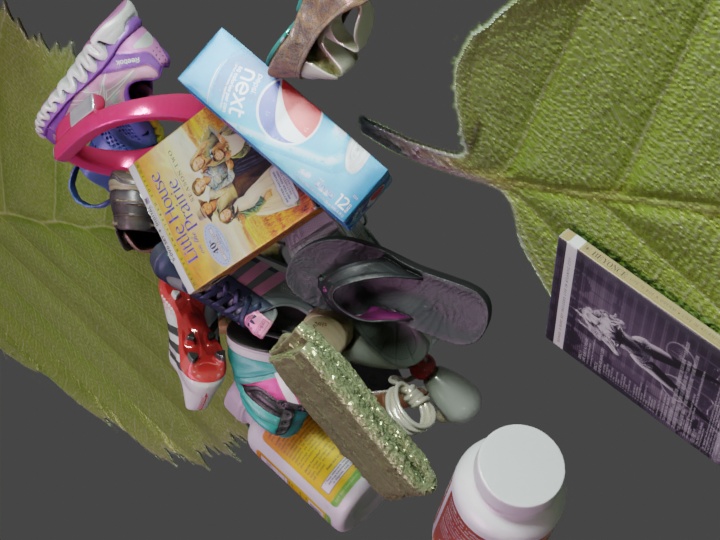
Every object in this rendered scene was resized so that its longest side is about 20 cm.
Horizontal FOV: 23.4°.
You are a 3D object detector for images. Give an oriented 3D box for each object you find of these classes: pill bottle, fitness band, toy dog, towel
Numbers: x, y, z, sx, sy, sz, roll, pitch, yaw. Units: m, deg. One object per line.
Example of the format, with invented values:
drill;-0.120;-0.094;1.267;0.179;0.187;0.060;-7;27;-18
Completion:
pill bottle;0.138;0.230;1.702;0.112;0.112;0.200;42;154;15
fitness band;-0.228;-0.136;1.766;0.200;0.143;0.038;-27;63;55
toy dog;0.016;0.093;1.720;0.200;0.132;0.096;53;134;15
towel;-0.009;0.136;1.654;0.200;0.036;0.148;51;163;-2
pill bottle;-0.056;0.188;1.957;0.200;0.111;0.111;41;153;17

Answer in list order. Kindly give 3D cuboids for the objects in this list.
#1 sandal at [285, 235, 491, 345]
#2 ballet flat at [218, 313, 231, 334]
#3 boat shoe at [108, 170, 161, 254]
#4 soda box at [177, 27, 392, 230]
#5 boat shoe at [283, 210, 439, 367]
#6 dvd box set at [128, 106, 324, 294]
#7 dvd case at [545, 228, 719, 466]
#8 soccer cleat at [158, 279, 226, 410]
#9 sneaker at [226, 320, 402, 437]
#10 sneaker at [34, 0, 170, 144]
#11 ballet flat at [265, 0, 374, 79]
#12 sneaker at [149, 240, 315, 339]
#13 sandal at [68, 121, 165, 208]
sandal;0.021;0.019;1.595;0.199;0.048;0.076;14;112;16
ballet flat;-0.118;0.034;1.925;0.063;0.069;0.200;25;162;-15
boat shoe;-0.238;-0.054;1.879;0.074;0.074;0.200;5;170;6
soda box;-0.066;-0.126;1.562;0.200;0.064;0.068;40;179;7
boat shoe;0.002;0.000;1.664;0.202;0.065;0.074;48;126;0
dvd box set;-0.128;-0.083;1.670;0.200;0.029;0.147;-31;82;39
dvd case;0.238;0.066;1.432;0.200;0.016;0.149;37;153;24
soccer cleat;-0.186;0.063;1.904;0.201;0.068;0.085;-107;26;-43
sneaker;-0.052;0.130;1.852;0.199;0.084;0.121;19;133;17
sneaker;-0.261;-0.183;1.785;0.088;0.081;0.200;38;132;-9
ballet flat;-0.029;-0.198;1.448;0.067;0.068;0.200;41;156;2
sneaker;-0.119;0.025;1.771;0.199;0.082;0.070;18;127;-22
sandal;-0.270;-0.125;1.907;0.080;0.087;0.200;47;151;12
